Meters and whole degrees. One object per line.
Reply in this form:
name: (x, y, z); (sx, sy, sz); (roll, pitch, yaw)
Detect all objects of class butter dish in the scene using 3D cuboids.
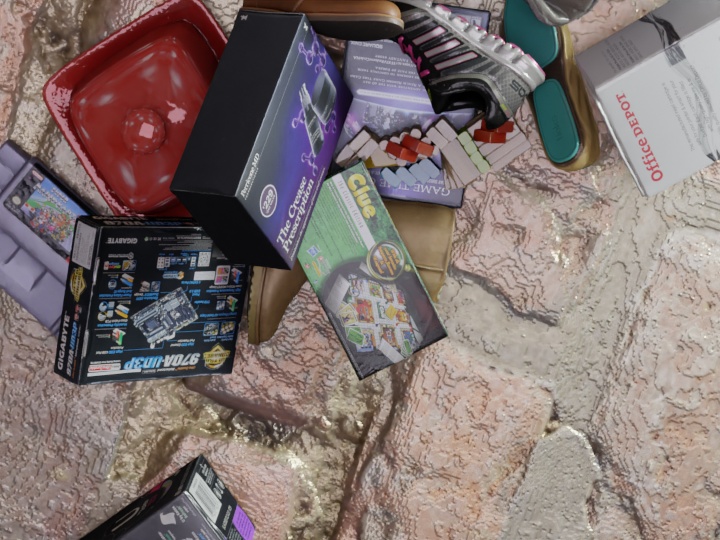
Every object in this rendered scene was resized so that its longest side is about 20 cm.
butter dish: (-0.202, -0.144, 1.523); (0.198, 0.148, 0.201); (-31, 98, 8)

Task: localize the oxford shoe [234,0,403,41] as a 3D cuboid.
oxford shoe: (-0.039, -0.263, 1.493); (0.199, 0.071, 0.072); (13, 87, 36)

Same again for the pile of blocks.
pile of blocks: (0.072, -0.114, 1.541); (0.198, 0.062, 0.083); (-10, 101, 6)

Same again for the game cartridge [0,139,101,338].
game cartridge: (-0.330, -0.026, 1.613); (0.200, 0.038, 0.130); (41, 105, -5)

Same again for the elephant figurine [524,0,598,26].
elephant figurine: (0.184, -0.309, 1.467); (0.198, 0.142, 0.157); (-16, 103, 5)

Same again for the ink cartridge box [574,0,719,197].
ink cartridge box: (0.325, -0.185, 1.496); (0.199, 0.084, 0.146); (-29, 124, 8)

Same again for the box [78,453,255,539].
box: (-0.223, 0.305, 1.627); (0.199, 0.122, 0.106); (-36, 98, 9)

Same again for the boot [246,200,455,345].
boot: (-0.013, 0.007, 1.587); (0.198, 0.066, 0.177); (9, 107, -3)

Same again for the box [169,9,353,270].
box: (-0.090, -0.123, 1.467); (0.078, 0.141, 0.202); (6, 64, 28)

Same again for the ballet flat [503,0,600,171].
ballet flat: (0.191, -0.192, 1.535); (0.068, 0.063, 0.202); (-20, 77, 36)

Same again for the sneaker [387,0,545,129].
sneaker: (0.075, -0.201, 1.497); (0.199, 0.074, 0.088); (28, 84, 9)

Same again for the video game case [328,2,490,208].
video game case: (0.048, -0.172, 1.571); (0.141, 0.019, 0.202); (8, 103, 2)

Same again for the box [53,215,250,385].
box: (-0.202, 0.028, 1.545); (0.046, 0.199, 0.161); (22, 107, 43)

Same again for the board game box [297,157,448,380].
board game box: (0.000, 0.000, 1.546); (0.104, 0.023, 0.201); (-25, 103, 5)
